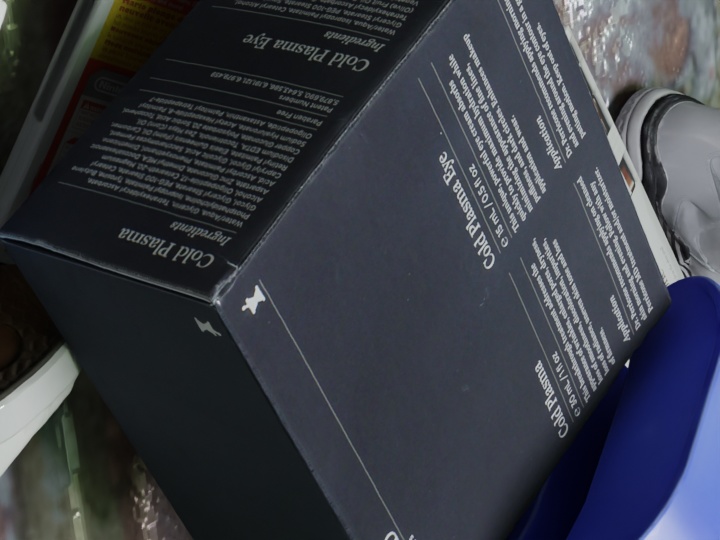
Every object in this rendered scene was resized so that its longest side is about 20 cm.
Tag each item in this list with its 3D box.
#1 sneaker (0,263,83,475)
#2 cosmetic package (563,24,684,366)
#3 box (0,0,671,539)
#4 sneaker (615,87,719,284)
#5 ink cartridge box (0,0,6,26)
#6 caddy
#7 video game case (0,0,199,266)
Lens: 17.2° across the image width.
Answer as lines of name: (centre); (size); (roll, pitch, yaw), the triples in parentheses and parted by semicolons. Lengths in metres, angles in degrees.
sneaker: (-0.164, 0.076, 0.814); (0.200, 0.073, 0.085); (-42, 146, -33)
cosmetic package: (0.096, -0.016, 1.114); (0.083, 0.050, 0.200); (-55, 135, -26)
box: (0.000, 0.000, 0.845); (0.182, 0.104, 0.200); (-53, 137, -27)
sneaker: (0.211, -0.016, 1.204); (0.200, 0.114, 0.075); (48, 62, -45)
ink cartridge box: (-0.211, -0.063, 0.711); (0.200, 0.068, 0.116); (23, 80, -50)
caddy: (0.107, 0.100, 0.919); (0.105, 0.141, 0.200); (50, 42, -24)
video game case: (-0.044, -0.080, 0.884); (0.143, 0.017, 0.201); (16, 105, -40)
